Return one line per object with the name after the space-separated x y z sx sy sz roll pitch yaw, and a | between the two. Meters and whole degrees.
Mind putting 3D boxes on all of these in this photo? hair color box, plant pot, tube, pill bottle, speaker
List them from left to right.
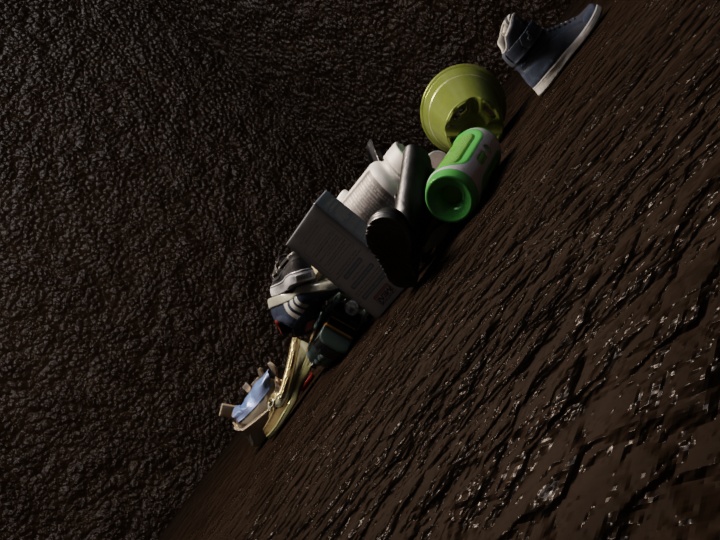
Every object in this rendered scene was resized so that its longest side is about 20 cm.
-0.014 -0.025 1.078 0.099 0.199 0.061 -49 4 33 | hair color box
0.034 -0.116 1.138 0.201 0.113 0.114 -48 3 20 | pill bottle
0.145 -0.194 1.282 0.078 0.050 0.200 -56 -2 3 | tube
0.161 -0.151 0.999 0.089 0.088 0.201 -49 3 38 | speaker
0.230 -0.325 1.392 0.201 0.199 0.191 -50 13 20 | plant pot

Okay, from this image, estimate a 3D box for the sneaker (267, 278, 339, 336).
-0.094 0.070 1.185 0.074 0.086 0.199 -13 -6 -39 | sneaker

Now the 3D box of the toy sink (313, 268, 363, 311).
0.000 0.000 1.275 0.131 0.196 0.114 131 148 -51 | toy sink

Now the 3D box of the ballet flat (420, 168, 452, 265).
0.125 -0.087 1.050 0.070 0.069 0.202 4 58 49 | ballet flat

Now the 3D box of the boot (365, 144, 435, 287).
0.068 -0.103 0.950 0.166 0.064 0.203 71 -149 -56 | boot

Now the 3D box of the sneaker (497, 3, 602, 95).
0.350 -0.455 1.223 0.203 0.146 0.077 -50 0 -5 | sneaker

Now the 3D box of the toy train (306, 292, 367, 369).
-0.054 0.120 1.234 0.115 0.084 0.200 -63 7 -26 | toy train

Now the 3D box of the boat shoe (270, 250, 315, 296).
-0.133 0.002 1.200 0.069 0.068 0.200 -16 -4 -17 | boat shoe

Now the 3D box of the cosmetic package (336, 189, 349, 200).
-0.021 -0.052 1.600 0.201 0.164 0.165 -51 -22 -1 | cosmetic package

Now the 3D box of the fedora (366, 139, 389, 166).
0.077 -0.175 1.287 0.090 0.205 0.201 -15 2 -1 | fedora

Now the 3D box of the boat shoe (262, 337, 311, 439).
-0.151 0.235 1.302 0.203 0.062 0.073 -64 4 -19 | boat shoe

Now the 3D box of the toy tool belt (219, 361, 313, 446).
-0.207 0.268 1.414 0.201 0.122 0.125 -51 2 -1 | toy tool belt
